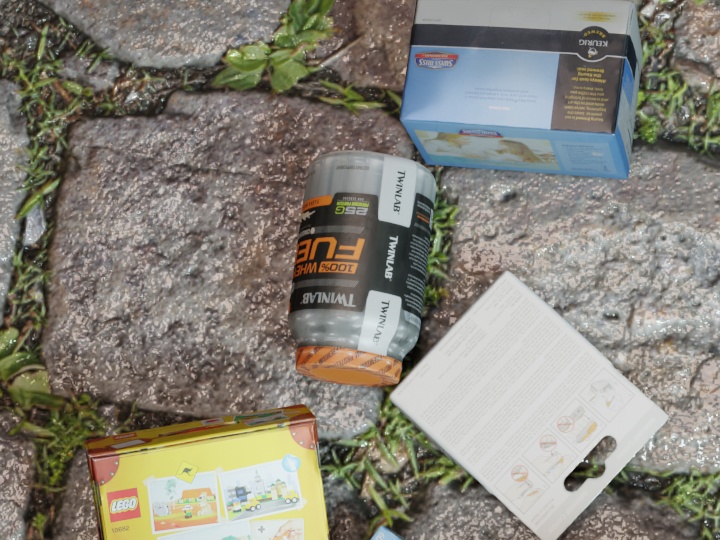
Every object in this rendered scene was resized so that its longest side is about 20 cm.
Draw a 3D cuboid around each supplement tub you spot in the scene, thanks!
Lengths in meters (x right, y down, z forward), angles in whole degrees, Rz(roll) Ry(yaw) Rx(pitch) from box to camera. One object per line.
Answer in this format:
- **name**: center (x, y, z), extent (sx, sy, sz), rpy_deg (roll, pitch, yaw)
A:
- **supplement tub**: center (0.000, 0.000, 1.581), extent (0.122, 0.123, 0.200), rpy_deg (3, 75, 15)

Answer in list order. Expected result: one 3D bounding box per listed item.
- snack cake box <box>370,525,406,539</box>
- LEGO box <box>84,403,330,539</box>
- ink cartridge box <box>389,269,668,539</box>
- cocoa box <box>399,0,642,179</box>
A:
- **snack cake box**: center (0.010, 0.339, 1.512), extent (0.115, 0.067, 0.200), rpy_deg (34, 85, 19)
- **LEGO box**: center (-0.132, 0.210, 1.517), extent (0.200, 0.077, 0.149), rpy_deg (-8, 97, -11)
- **ink cartridge box**: center (0.150, 0.124, 1.554), extent (0.200, 0.057, 0.163), rpy_deg (43, 88, 12)
- **cocoa box**: center (0.151, -0.169, 1.584), extent (0.200, 0.133, 0.131), rpy_deg (5, 77, 15)
